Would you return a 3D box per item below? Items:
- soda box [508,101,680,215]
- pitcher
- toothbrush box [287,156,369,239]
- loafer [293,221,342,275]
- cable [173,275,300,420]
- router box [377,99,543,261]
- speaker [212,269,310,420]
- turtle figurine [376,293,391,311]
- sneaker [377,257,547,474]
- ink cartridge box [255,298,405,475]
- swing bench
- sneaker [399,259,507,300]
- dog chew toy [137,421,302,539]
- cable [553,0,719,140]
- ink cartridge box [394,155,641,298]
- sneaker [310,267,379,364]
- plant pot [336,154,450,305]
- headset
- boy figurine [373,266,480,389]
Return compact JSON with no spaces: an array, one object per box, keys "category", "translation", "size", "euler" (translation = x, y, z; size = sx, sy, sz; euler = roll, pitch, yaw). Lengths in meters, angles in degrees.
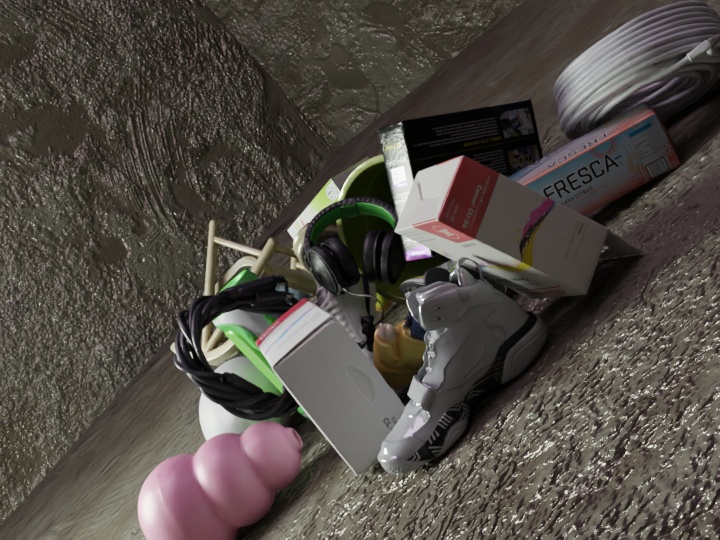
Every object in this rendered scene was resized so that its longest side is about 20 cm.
[{"category":"soda box","translation":[0.231,-0.099,1.147],"size":[0.199,0.064,0.068],"euler":[-28,14,13]},{"category":"pitcher","translation":[-0.166,0.216,1.412],"size":[0.172,0.121,0.201],"euler":[-48,20,20]},{"category":"toothbrush box","translation":[-0.013,-0.062,1.714],"size":[0.086,0.146,0.200],"euler":[-34,-4,-31]},{"category":"loafer","translation":[-0.042,-0.036,1.482],"size":[0.076,0.068,0.200],"euler":[-54,-23,11]},{"category":"cable","translation":[-0.128,0.096,1.255],"size":[0.199,0.165,0.051],"euler":[-18,-6,-43]},{"category":"router box","translation":[0.124,-0.104,1.223],"size":[0.199,0.151,0.051],"euler":[-14,3,-35]},{"category":"speaker","translation":[-0.099,0.095,1.362],"size":[0.088,0.200,0.089],"euler":[-41,10,9]},{"category":"turtle figurine","translation":[0.020,0.031,1.542],"size":[0.200,0.064,0.161],"euler":[-42,10,9]},{"category":"sneaker","translation":[0.068,0.085,0.997],"size":[0.200,0.115,0.075],"euler":[-44,10,-2]},{"category":"ink cartridge box","translation":[-0.031,0.116,1.153],"size":[0.085,0.148,0.200],"euler":[-39,8,-4]},{"category":"swing bench","translation":[-0.136,0.056,1.552],"size":[0.129,0.198,0.202],"euler":[17,90,37]},{"category":"sneaker","translation":[0.119,0.015,1.252],"size":[0.081,0.074,0.199],"euler":[-36,9,-33]},{"category":"dog chew toy","translation":[-0.152,0.243,1.228],"size":[0.199,0.125,0.125],"euler":[-34,11,5]},{"category":"cable","translation":[0.304,-0.211,1.179],"size":[0.198,0.070,0.200],"euler":[-22,-13,9]},{"category":"ink cartridge box","translation":[0.145,-0.028,1.009],"size":[0.068,0.198,0.116],"euler":[-68,15,-9]},{"category":"sneaker","translation":[-0.020,0.071,1.331],"size":[0.076,0.080,0.201],"euler":[-39,41,22]},{"category":"plant pot","translation":[0.099,-0.080,1.428],"size":[0.200,0.201,0.190],"euler":[-36,0,36]},{"category":"headset","translation":[0.000,0.000,1.303],"size":[0.122,0.094,0.201],"euler":[-12,46,3]},{"category":"boy figurine","translation":[0.069,0.067,1.129],"size":[0.123,0.065,0.200],"euler":[-4,-24,-20]}]
